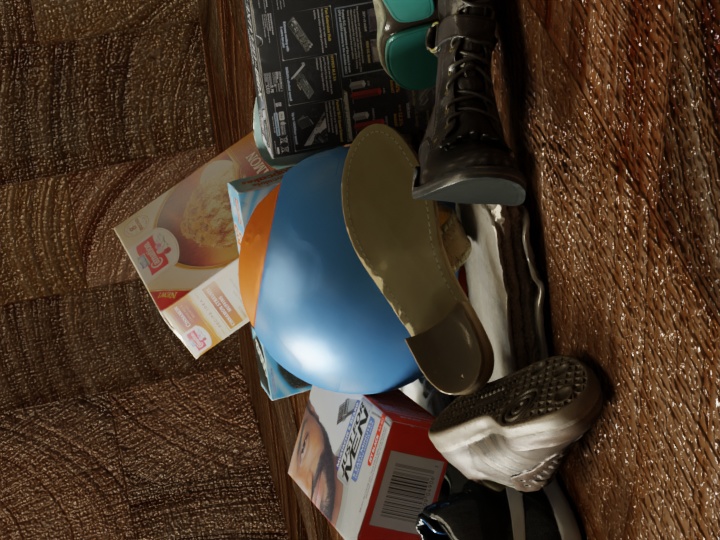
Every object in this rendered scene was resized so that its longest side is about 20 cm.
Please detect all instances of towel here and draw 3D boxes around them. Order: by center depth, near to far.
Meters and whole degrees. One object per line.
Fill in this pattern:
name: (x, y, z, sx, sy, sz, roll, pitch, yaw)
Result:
towel: (0.107, 0.020, 1.284, 0.133, 0.034, 0.202, -117, 17, -65)

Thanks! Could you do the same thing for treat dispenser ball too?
treat dispenser ball: (0.000, 0.000, 1.396, 0.201, 0.199, 0.203, 169, 90, -81)

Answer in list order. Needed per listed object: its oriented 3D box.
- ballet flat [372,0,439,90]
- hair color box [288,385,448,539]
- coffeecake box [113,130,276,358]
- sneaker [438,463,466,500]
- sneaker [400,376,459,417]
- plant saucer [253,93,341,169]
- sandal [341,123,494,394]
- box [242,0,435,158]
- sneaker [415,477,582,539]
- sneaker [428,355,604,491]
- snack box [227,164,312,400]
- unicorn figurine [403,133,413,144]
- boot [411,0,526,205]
ballet flat: (0.039, -0.208, 1.293, 0.200, 0.067, 0.063, 76, -175, -68)
hair color box: (0.005, 0.156, 1.441, 0.200, 0.063, 0.112, -148, 73, -70)
coffeecake box: (-0.112, -0.036, 1.593, 0.073, 0.199, 0.154, 56, 177, -40)
sneaker: (0.107, 0.217, 1.378, 0.200, 0.079, 0.074, -118, 20, -58)
sneaker: (0.064, 0.096, 1.591, 0.087, 0.074, 0.201, 41, 150, 57)
plant saucer: (-0.015, -0.169, 1.480, 0.039, 0.201, 0.202, 31, 147, 24)
sandal: (0.052, -0.005, 1.276, 0.069, 0.077, 0.213, 7, -123, -58)
box: (-0.013, -0.203, 1.372, 0.050, 0.156, 0.202, -120, 21, -64)
sneaker: (0.089, 0.166, 1.315, 0.200, 0.111, 0.074, -114, 17, -56)
sneaker: (0.124, 0.113, 1.193, 0.076, 0.071, 0.200, 46, 157, -11)
snack box: (-0.044, 0.005, 1.517, 0.037, 0.115, 0.202, -137, 35, -62)
unicorn figurine: (0.019, -0.065, 1.609, 0.201, 0.073, 0.138, 89, 172, -59)
boot: (0.071, -0.134, 1.156, 0.200, 0.069, 0.176, -155, 70, -80)
